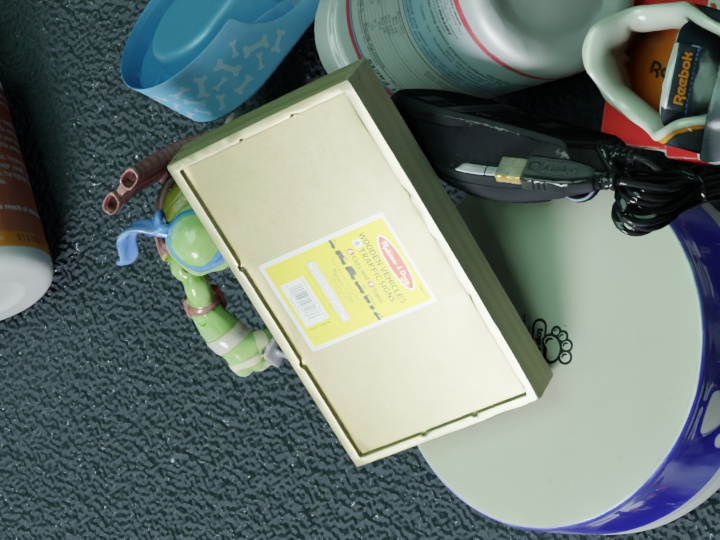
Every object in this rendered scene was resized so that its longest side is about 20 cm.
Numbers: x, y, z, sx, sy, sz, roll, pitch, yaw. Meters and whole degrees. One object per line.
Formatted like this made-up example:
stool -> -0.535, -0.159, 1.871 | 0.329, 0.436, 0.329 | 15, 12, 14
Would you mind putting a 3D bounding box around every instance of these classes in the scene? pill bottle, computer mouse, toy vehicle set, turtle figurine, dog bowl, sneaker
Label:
pill bottle -> -0.277, -0.070, 1.650 | 0.112, 0.112, 0.201 | -29, 69, 31
computer mouse -> 0.086, -0.048, 1.267 | 0.199, 0.140, 0.046 | 16, 104, 25
toy vehicle set -> 0.000, 0.000, 1.322 | 0.124, 0.027, 0.201 | -21, 109, 31
turtle figurine -> -0.043, -0.019, 1.455 | 0.198, 0.194, 0.145 | -7, 105, -1
dog bowl -> 0.119, 0.042, 1.365 | 0.199, 0.079, 0.202 | -4, 83, 36
sneaker -> 0.198, -0.084, 1.237 | 0.199, 0.079, 0.079 | 14, 92, 36
pill bottle -> 0.055, -0.146, 1.382 | 0.200, 0.108, 0.110 | -9, 78, 62
dog bowl -> -0.059, -0.173, 1.494 | 0.200, 0.050, 0.111 | -52, 30, -5

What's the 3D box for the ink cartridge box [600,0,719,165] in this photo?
ink cartridge box -> 0.230, -0.107, 1.305 | 0.199, 0.067, 0.117 | 8, 90, 37
